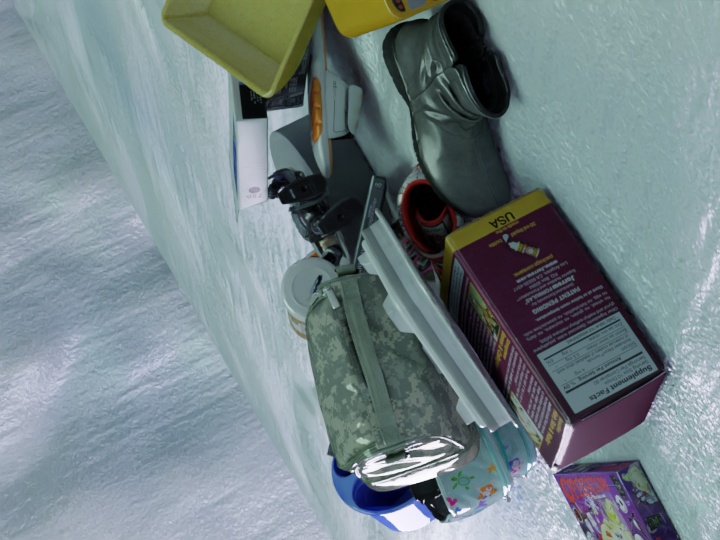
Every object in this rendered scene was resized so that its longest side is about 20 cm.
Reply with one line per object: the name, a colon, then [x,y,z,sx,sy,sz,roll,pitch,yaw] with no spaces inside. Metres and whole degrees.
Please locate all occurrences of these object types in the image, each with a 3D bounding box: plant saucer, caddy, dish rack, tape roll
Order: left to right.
plant saucer: [-0.091,-0.292,1.596,0.200,0.048,0.200,38,109,39]
tape roll: [-0.034,-0.091,1.968,0.200,0.066,0.200,57,165,24]
caddy: [0.061,0.217,1.953,0.141,0.200,0.105,52,-179,40]
dish rack: [0.064,0.052,1.477,0.200,0.044,0.172,54,-177,-29]

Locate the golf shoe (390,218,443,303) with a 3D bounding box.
golf shoe: [0.082,-0.006,1.703,0.092,0.073,0.200,50,178,-15]

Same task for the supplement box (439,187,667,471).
supplement box: [0.162,0.052,1.417,0.200,0.103,0.131,58,166,21]

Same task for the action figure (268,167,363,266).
action figure: [-0.055,-0.062,1.819,0.130,0.069,0.200,52,170,1]

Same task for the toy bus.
toy bus: [0.022,-0.246,1.415,0.065,0.078,0.200,65,167,-9]

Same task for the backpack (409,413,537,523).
backpack: [0.104,0.179,1.768,0.200,0.150,0.178,63,-177,-79]

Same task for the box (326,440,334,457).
box: [0.009,0.113,1.807,0.158,0.048,0.200,92,-169,-84]

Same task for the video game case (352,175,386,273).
video game case: [0.000,0.000,1.789,0.143,0.019,0.200,51,-128,-88]

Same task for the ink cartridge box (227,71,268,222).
ink cartridge box: [-0.123,-0.146,1.778,0.200,0.039,0.100,99,164,-60]

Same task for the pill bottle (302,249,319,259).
pill bottle: [-0.003,0.052,2.035,0.200,0.109,0.110,43,157,55]

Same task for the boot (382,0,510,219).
boot: [0.092,-0.132,1.414,0.200,0.070,0.132,60,161,-13]

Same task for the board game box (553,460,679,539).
board game box: [0.257,0.247,1.614,0.120,0.032,0.200,66,167,3]

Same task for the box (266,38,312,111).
box: [-0.091,-0.282,1.740,0.200,0.050,0.158,107,153,-72]

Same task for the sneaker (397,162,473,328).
sneaker: [0.088,-0.007,1.537,0.108,0.067,0.202,-42,-65,-70]

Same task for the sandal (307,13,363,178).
sandal: [-0.026,-0.202,1.746,0.079,0.059,0.207,-131,37,-78]

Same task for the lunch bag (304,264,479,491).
lunch bag: [0.023,0.104,1.608,0.168,0.139,0.200,57,-164,-70]

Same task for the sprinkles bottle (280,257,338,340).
sprinkles bottle: [-0.050,0.035,1.807,0.068,0.068,0.200,60,175,9]
